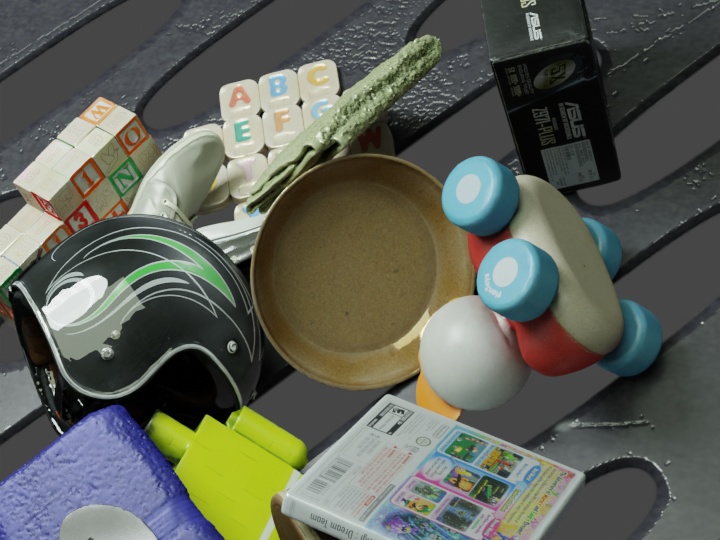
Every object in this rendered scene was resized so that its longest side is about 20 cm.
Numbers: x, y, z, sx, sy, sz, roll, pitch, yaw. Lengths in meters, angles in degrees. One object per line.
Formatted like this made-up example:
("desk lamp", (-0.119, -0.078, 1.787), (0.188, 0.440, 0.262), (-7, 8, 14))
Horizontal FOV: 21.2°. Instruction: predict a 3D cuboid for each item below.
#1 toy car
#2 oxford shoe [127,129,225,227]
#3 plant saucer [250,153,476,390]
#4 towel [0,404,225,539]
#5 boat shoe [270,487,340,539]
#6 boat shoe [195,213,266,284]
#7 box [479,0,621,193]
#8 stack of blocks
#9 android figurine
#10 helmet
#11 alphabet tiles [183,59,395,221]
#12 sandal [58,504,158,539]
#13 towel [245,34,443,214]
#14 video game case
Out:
("toy car", (0.108, 0.039, 1.591), (0.200, 0.184, 0.177), (-39, 50, 23))
("oxford shoe", (-0.181, -0.038, 1.746), (0.058, 0.075, 0.200), (28, 78, 42))
("plant saucer", (0.000, 0.000, 1.637), (0.200, 0.201, 0.035), (-35, 14, -9))
("towel", (-0.184, 0.215, 1.453), (0.147, 0.050, 0.200), (-37, 66, -8))
("boat shoe", (0.009, 0.241, 1.483), (0.072, 0.072, 0.200), (-36, 82, -23))
("boat shoe", (-0.063, -0.016, 1.713), (0.199, 0.071, 0.064), (-16, 52, 14))
("box", (0.162, -0.189, 1.682), (0.086, 0.200, 0.165), (-12, 53, 9))
("stack of blocks", (-0.263, -0.045, 1.750), (0.058, 0.115, 0.200), (27, 67, 42))
("android figurine", (-0.098, 0.195, 1.536), (0.199, 0.041, 0.182), (33, 46, -2))
("helmet", (-0.181, 0.050, 1.624), (0.190, 0.201, 0.200), (-21, 52, -20))
("alphabet tiles", (-0.069, -0.115, 1.811), (0.199, 0.015, 0.196), (-14, 54, 7))
("sandal", (-0.165, 0.241, 1.370), (0.076, 0.043, 0.201), (-26, 50, -5))
("towel", (-0.015, -0.131, 1.694), (0.037, 0.148, 0.200), (49, 50, -5))
("video game case", (0.061, 0.173, 1.488), (0.181, 0.024, 0.200), (21, 26, 17))
